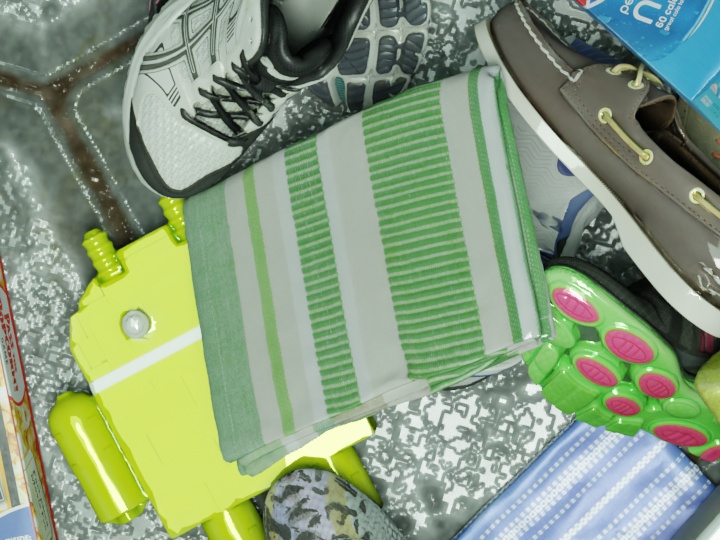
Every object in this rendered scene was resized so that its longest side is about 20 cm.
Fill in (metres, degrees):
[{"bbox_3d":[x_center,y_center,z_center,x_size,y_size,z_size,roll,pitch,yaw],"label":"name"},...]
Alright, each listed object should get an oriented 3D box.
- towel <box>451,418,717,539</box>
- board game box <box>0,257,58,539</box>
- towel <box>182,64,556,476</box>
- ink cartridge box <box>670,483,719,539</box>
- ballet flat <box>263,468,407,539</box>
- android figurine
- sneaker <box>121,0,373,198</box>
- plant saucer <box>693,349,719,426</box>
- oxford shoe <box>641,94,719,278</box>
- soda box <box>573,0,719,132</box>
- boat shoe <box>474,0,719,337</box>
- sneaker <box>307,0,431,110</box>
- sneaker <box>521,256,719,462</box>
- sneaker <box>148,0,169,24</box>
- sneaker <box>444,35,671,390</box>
[{"bbox_3d":[0.150,0.179,1.385,0.145,0.024,0.200,-45,91,4],"label":"towel"},{"bbox_3d":[-0.245,0.100,1.389,0.151,0.046,0.200,-10,93,4],"label":"board game box"},{"bbox_3d":[0.000,0.000,1.278,0.200,0.023,0.153,-25,65,35],"label":"towel"},{"bbox_3d":[0.185,0.218,1.335,0.146,0.083,0.200,41,92,1],"label":"ink cartridge box"},{"bbox_3d":[0.013,0.192,1.352,0.072,0.072,0.200,-26,104,5],"label":"ballet flat"},{"bbox_3d":[-0.073,0.056,1.381,0.182,0.041,0.200,-26,94,5],"label":"android figurine"},{"bbox_3d":[-0.053,-0.107,1.279,0.076,0.088,0.200,22,116,-24],"label":"sneaker"},{"bbox_3d":[0.278,0.084,1.292,0.048,0.200,0.200,-32,93,45],"label":"plant saucer"},{"bbox_3d":[0.183,-0.062,1.340,0.070,0.075,0.200,9,96,0],"label":"oxford shoe"},{"bbox_3d":[0.122,-0.159,1.302,0.064,0.068,0.200,-48,66,7],"label":"soda box"},{"bbox_3d":[0.129,-0.060,1.258,0.060,0.072,0.200,-46,63,20],"label":"boat shoe"},{"bbox_3d":[0.005,-0.179,1.342,0.077,0.080,0.200,6,113,12],"label":"sneaker"},{"bbox_3d":[0.145,0.034,1.294,0.077,0.200,0.084,-27,53,35],"label":"sneaker"},{"bbox_3d":[-0.069,-0.163,1.338,0.079,0.095,0.200,5,96,1],"label":"sneaker"},{"bbox_3d":[0.073,-0.018,1.350,0.080,0.115,0.200,31,66,-1],"label":"sneaker"}]
